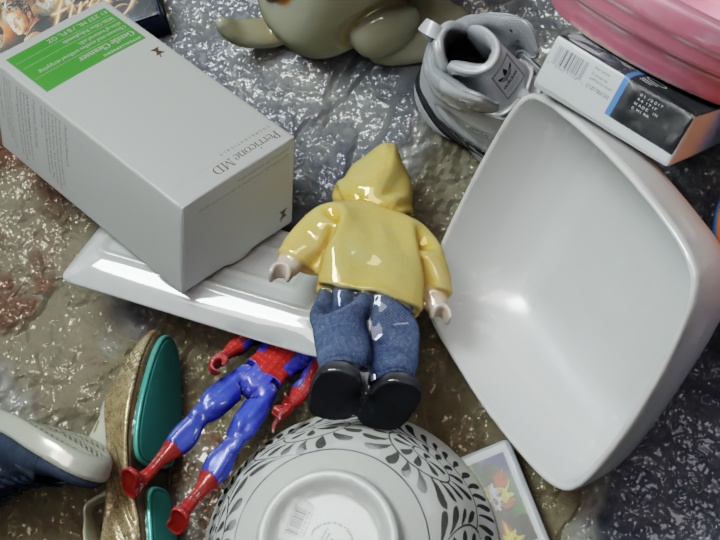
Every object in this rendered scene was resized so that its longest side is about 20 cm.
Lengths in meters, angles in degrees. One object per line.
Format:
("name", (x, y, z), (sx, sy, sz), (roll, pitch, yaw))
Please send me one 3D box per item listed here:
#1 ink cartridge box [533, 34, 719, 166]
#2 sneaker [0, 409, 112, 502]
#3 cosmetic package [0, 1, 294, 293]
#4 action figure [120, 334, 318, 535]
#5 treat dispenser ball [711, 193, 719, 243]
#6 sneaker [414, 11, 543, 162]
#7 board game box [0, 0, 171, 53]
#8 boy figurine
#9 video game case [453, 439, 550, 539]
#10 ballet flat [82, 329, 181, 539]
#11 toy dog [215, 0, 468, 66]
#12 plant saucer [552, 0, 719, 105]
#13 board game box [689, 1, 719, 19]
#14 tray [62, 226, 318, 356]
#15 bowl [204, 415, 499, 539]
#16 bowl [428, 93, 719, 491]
("ink cartridge box", (0.189, -0.116, 0.974), (0.099, 0.200, 0.039), (33, 110, 16))
("sneaker", (-0.246, 0.135, 1.005), (0.199, 0.075, 0.085), (9, 78, 39))
("cosmetic package", (-0.150, -0.088, 1.040), (0.199, 0.085, 0.107), (35, 52, 26))
("action figure", (-0.074, 0.081, 1.003), (0.065, 0.052, 0.200), (34, 55, 10))
("treat dispenser ball", (0.315, -0.017, 0.918), (0.199, 0.201, 0.203), (-2, 72, 8))
("sneaker", (0.117, -0.102, 1.019), (0.199, 0.115, 0.075), (33, 80, 16))
("board game box", (-0.256, -0.215, 1.152), (0.198, 0.035, 0.137), (-18, 71, 2))
("boy figurine", (0.000, 0.000, 0.991), (0.123, 0.065, 0.201), (9, 52, -11))
("video game case", (0.050, 0.235, 0.973), (0.181, 0.022, 0.201), (-22, 70, 1))
("ballet flat", (-0.157, 0.139, 1.012), (0.065, 0.070, 0.202), (-9, 67, 20))
("toy dog", (-0.022, -0.238, 1.038), (0.192, 0.200, 0.141), (-12, 71, 4))
("plant saucer", (0.199, -0.158, 0.962), (0.200, 0.200, 0.051), (33, 111, 16))
("board game box", (0.242, -0.214, 1.078), (0.199, 0.034, 0.136), (35, 81, 18))
("tray", (-0.095, -0.007, 1.043), (0.198, 0.022, 0.108), (16, 42, 13))
("bowl", (-0.013, 0.176, 0.941), (0.199, 0.094, 0.203), (-2, 71, 7))
("bowl", (0.143, 0.011, 0.949), (0.074, 0.201, 0.201), (-3, 43, -35))
